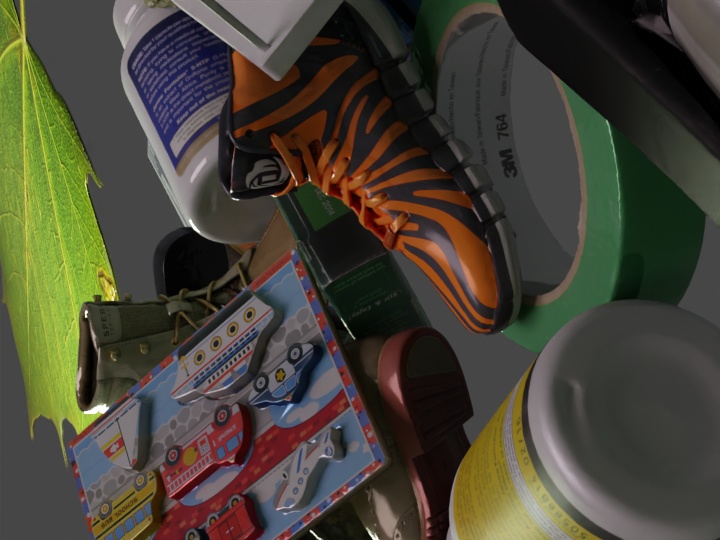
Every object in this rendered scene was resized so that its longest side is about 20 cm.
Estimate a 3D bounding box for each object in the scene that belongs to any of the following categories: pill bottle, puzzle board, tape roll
[{"bbox_3d":[-0.104,-0.128,1.059,0.120,0.120,0.200,103,146,-50],"label":"pill bottle"},{"bbox_3d":[-0.083,0.101,0.822,0.200,0.017,0.151,-40,53,20],"label":"puzzle board"},{"bbox_3d":[0.089,-0.060,0.719,0.200,0.048,0.201,166,90,-69],"label":"tape roll"},{"bbox_3d":[0.105,0.105,0.697,0.200,0.111,0.111,115,136,-58],"label":"pill bottle"}]

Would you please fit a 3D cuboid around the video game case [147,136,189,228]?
[{"bbox_3d":[-0.149,-0.109,1.318,0.182,0.023,0.200,99,149,-45],"label":"video game case"}]

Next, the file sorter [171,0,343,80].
[{"bbox_3d":[-0.042,-0.220,0.696,0.124,0.200,0.139,38,-177,-36],"label":"file sorter"}]

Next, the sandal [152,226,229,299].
[{"bbox_3d":[-0.113,0.066,1.123,0.043,0.076,0.200,18,128,50],"label":"sandal"}]

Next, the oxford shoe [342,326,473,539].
[{"bbox_3d":[0.030,0.129,0.820,0.075,0.070,0.200,-6,97,40],"label":"oxford shoe"}]

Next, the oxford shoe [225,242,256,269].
[{"bbox_3d":[-0.093,0.025,1.182,0.200,0.073,0.071,30,130,51],"label":"oxford shoe"}]

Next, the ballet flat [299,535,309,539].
[{"bbox_3d":[-0.006,0.223,0.828,0.200,0.057,0.066,46,138,3],"label":"ballet flat"}]

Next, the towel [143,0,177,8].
[{"bbox_3d":[-0.100,-0.240,0.947,0.200,0.036,0.149,17,114,57],"label":"towel"}]

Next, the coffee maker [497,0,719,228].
[{"bbox_3d":[0.132,-0.069,0.486,0.200,0.135,0.192,-125,28,-43],"label":"coffee maker"}]

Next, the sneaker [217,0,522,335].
[{"bbox_3d":[-0.007,-0.041,0.738,0.200,0.112,0.078,60,157,19],"label":"sneaker"}]

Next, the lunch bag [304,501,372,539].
[{"bbox_3d":[0.021,0.186,0.923,0.200,0.118,0.164,41,153,2],"label":"lunch bag"}]

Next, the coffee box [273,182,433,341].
[{"bbox_3d":[0.000,0.000,0.877,0.123,0.044,0.200,62,-179,33],"label":"coffee box"}]

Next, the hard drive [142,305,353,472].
[{"bbox_3d":[-0.056,0.084,0.953,0.038,0.140,0.200,39,-178,11],"label":"hard drive"}]

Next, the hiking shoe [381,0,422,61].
[{"bbox_3d":[0.008,-0.152,0.806,0.200,0.087,0.074,105,144,-52],"label":"hiking shoe"}]

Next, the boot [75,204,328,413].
[{"bbox_3d":[-0.111,0.027,1.022,0.072,0.154,0.200,-113,34,-41],"label":"boot"}]
